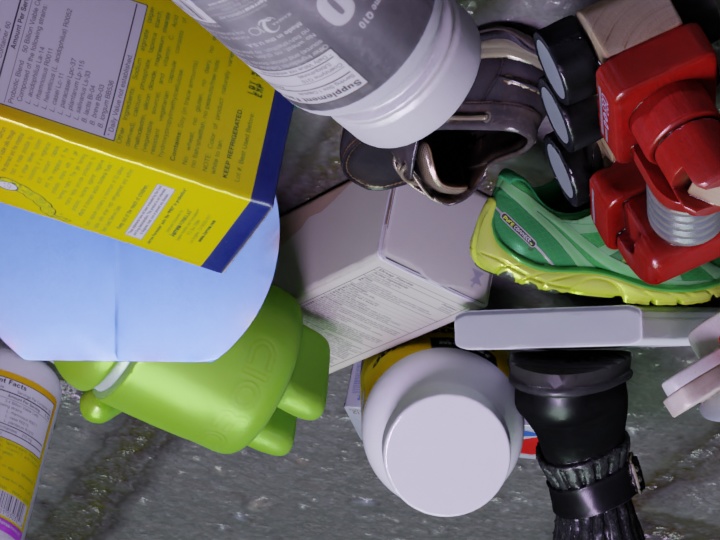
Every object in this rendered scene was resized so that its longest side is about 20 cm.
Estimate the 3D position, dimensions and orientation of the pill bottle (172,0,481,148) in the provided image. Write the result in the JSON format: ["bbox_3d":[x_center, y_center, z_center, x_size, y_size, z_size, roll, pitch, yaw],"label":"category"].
[{"bbox_3d":[-0.026,-0.155,1.371,0.113,0.115,0.200,-8,149,36],"label":"pill bottle"}]

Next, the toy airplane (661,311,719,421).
[{"bbox_3d":[0.273,0.035,1.533,0.141,0.200,0.199,43,180,23],"label":"toy airplane"}]

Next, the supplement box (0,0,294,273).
[{"bbox_3d":[-0.146,-0.093,1.453,0.199,0.110,0.110,18,154,-13],"label":"supplement box"}]

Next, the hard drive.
[{"bbox_3d":[0.165,0.039,1.692,0.131,0.027,0.200,-3,178,29],"label":"hard drive"}]

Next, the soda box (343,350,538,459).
[{"bbox_3d":[0.093,0.096,1.899,0.198,0.064,0.068,6,155,15],"label":"soda box"}]

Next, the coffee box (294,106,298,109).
[{"bbox_3d":[-0.120,-0.149,1.507,0.199,0.044,0.123,26,152,-27],"label":"coffee box"}]

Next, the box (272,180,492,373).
[{"bbox_3d":[0.000,0.000,1.722,0.095,0.078,0.199,26,152,-27],"label":"box"}]

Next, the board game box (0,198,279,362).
[{"bbox_3d":[-0.148,-0.025,1.573,0.198,0.159,0.039,0,-170,1],"label":"board game box"}]

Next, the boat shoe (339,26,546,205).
[{"bbox_3d":[0.044,-0.082,1.537,0.074,0.074,0.200,23,153,-23],"label":"boat shoe"}]

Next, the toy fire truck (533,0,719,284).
[{"bbox_3d":[0.196,-0.047,1.395,0.128,0.201,0.176,-24,153,-5],"label":"toy fire truck"}]

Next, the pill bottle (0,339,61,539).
[{"bbox_3d":[-0.292,0.127,1.973,0.103,0.201,0.104,10,155,5],"label":"pill bottle"}]

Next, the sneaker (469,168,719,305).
[{"bbox_3d":[0.165,-0.026,1.592,0.199,0.084,0.074,4,-166,-28],"label":"sneaker"}]

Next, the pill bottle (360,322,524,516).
[{"bbox_3d":[0.056,0.096,1.750,0.111,0.113,0.200,14,-166,-4],"label":"pill bottle"}]

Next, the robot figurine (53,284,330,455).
[{"bbox_3d":[-0.118,0.045,1.659,0.199,0.116,0.176,25,132,-18],"label":"robot figurine"}]

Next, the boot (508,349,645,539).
[{"bbox_3d":[0.149,0.133,1.693,0.079,0.159,0.211,-2,178,13],"label":"boot"}]
